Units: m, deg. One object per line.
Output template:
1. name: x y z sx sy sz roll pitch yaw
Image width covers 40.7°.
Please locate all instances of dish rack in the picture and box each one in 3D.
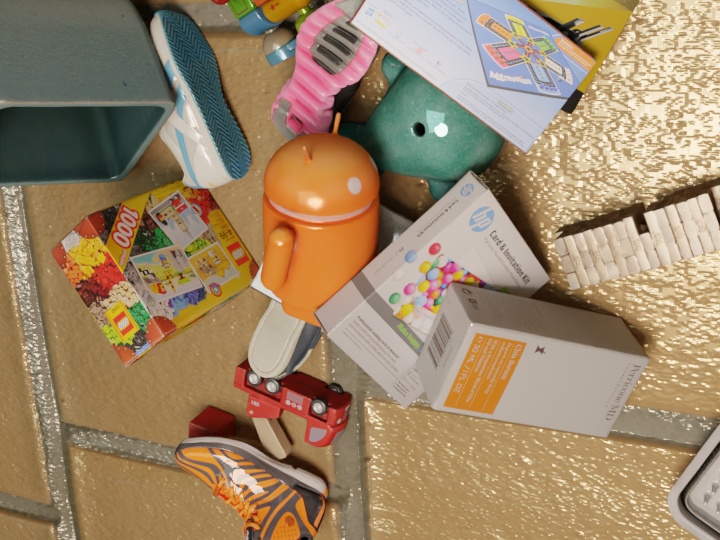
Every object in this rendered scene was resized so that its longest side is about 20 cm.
1. dish rack: 0.410 0.200 0.928 0.170 0.043 0.202 33 119 13

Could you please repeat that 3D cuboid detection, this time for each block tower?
1. block tower: 0.277 -0.036 0.907 0.197 0.058 0.055 -19 98 32

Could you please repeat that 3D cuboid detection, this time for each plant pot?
1. plant pot: -0.342 -0.226 1.068 0.195 0.193 0.204 -35 66 52

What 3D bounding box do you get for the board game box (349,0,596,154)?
1. board game box: 0.099 -0.202 0.854 0.198 0.020 0.103 34 113 -10

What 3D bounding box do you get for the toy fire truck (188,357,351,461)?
1. toy fire truck: -0.112 0.182 1.188 0.197 0.049 0.143 21 116 19

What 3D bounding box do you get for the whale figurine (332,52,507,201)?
1. whale figurine: 0.050 -0.137 0.961 0.197 0.103 0.162 -17 100 34

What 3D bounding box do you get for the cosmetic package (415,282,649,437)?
1. cosmetic package: 0.164 0.089 0.936 0.196 0.072 0.103 11 118 -20

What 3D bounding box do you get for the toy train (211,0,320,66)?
1. toy train: -0.064 -0.278 0.954 0.199 0.084 0.117 -7 119 56

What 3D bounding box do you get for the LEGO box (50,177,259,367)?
1. LEGO box: -0.223 -0.007 1.091 0.077 0.200 0.150 -34 91 32

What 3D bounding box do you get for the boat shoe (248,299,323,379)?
1. boat shoe: -0.055 0.034 1.095 0.074 0.062 0.203 29 97 27

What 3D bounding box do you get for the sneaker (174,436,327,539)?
1. sneaker: -0.139 0.277 1.161 0.196 0.113 0.078 19 143 -3

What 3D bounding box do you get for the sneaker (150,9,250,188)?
1. sneaker: -0.197 -0.189 1.089 0.080 0.076 0.204 -14 98 32

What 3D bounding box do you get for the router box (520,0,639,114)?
1. router box: 0.143 -0.258 0.865 0.197 0.052 0.159 25 119 -6

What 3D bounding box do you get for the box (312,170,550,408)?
1. box: 0.073 0.024 0.942 0.199 0.156 0.041 -42 43 2

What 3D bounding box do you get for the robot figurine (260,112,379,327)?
1. robot figurine: -0.038 -0.043 0.934 0.117 0.141 0.203 -128 33 -50

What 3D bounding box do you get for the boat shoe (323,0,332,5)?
1. boat shoe: 0.029 -0.308 0.936 0.199 0.063 0.074 -39 88 32

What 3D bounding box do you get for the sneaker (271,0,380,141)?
1. sneaker: -0.020 -0.208 0.965 0.079 0.095 0.200 44 141 2

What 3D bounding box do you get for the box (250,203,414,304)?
1. box: 0.000 0.000 1.031 0.198 0.036 0.146 29 96 7
